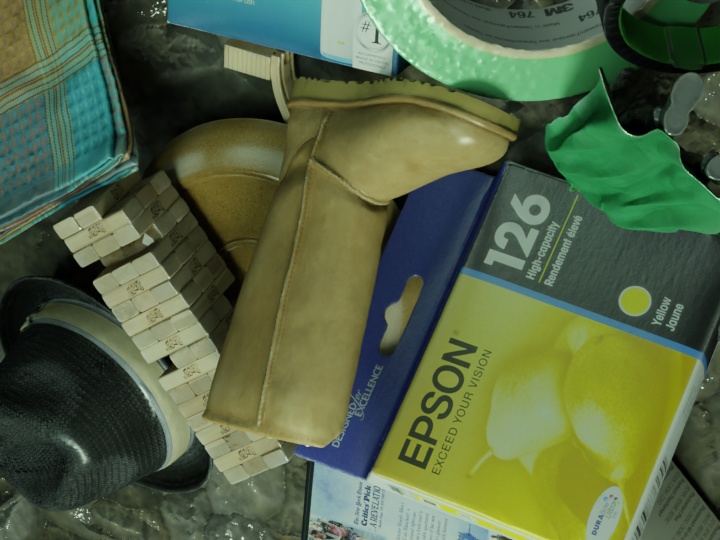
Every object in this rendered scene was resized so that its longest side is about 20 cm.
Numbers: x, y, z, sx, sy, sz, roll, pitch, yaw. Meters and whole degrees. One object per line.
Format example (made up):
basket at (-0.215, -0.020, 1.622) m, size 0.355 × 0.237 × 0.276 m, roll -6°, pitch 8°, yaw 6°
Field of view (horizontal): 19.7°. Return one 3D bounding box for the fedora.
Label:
fedora at (-0.189, 0.097, 1.337) m, size 0.200 × 0.092 × 0.201 m, roll 31°, pitch 147°, yaw 23°

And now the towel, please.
towel at (-0.205, -0.128, 1.248) m, size 0.147 × 0.022 × 0.200 m, roll -25°, pitch 71°, yaw 36°

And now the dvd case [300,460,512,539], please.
dvd case at (0.056, 0.162, 1.211) m, size 0.200 × 0.018 × 0.143 m, roll 18°, pitch 123°, yaw 21°

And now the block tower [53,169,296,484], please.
block tower at (-0.098, 0.035, 1.234) m, size 0.054 × 0.058 × 0.200 m, roll -25°, pitch 106°, yaw 36°

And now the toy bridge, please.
toy bridge at (-0.053, -0.046, 1.262) m, size 0.067 × 0.027 × 0.200 m, roll 17°, pitch 124°, yaw 19°

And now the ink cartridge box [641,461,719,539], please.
ink cartridge box at (0.109, 0.145, 1.237) m, size 0.146 × 0.084 × 0.200 m, roll -36°, pitch 93°, yaw 37°

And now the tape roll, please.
tape roll at (0.089, -0.182, 1.033) m, size 0.200 × 0.048 × 0.201 m, roll -3°, pitch 125°, yaw -4°

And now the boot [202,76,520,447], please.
boot at (0.000, 0.000, 1.122) m, size 0.175 × 0.066 × 0.200 m, roll 8°, pitch 82°, yaw 53°

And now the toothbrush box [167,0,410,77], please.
toothbrush box at (-0.022, -0.223, 1.114) m, size 0.146 × 0.085 × 0.200 m, roll 16°, pitch 121°, yaw 21°

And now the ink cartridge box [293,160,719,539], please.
ink cartridge box at (0.087, 0.043, 1.137) m, size 0.200 × 0.198 × 0.047 m, roll 20°, pitch 165°, yaw 15°

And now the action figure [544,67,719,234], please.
action figure at (0.139, -0.059, 1.051) m, size 0.118 × 0.055 × 0.200 m, roll 46°, pitch 170°, yaw -8°

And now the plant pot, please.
plant pot at (-0.057, 0.005, 1.257) m, size 0.200 × 0.027 × 0.200 m, roll 13°, pitch 124°, yaw 20°

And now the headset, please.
headset at (0.187, -0.147, 0.961) m, size 0.123 × 0.094 × 0.200 m, roll 0°, pitch 149°, yaw -16°
